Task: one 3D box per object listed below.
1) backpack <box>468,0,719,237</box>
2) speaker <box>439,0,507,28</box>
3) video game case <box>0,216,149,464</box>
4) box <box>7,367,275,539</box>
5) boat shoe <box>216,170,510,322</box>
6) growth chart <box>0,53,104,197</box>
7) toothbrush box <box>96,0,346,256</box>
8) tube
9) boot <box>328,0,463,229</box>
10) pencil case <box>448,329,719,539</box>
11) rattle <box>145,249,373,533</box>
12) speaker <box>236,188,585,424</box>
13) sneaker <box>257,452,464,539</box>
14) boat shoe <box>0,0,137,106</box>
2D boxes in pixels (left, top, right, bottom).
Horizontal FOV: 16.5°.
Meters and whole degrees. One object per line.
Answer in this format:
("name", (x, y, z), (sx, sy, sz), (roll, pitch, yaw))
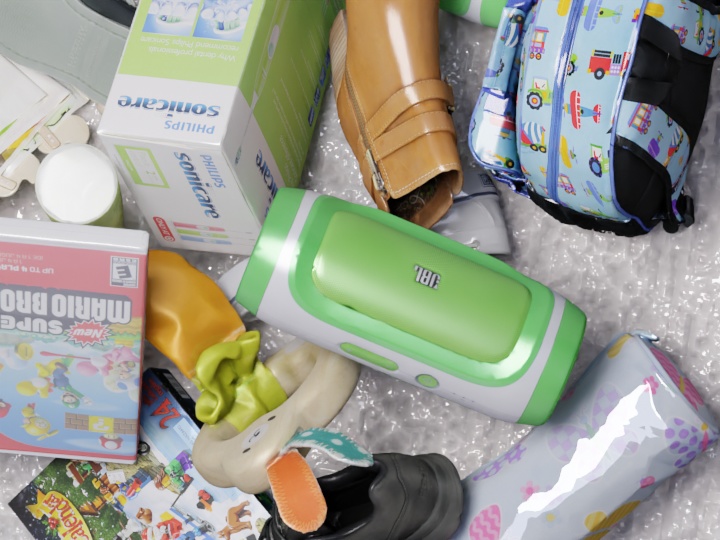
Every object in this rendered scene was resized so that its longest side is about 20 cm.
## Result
("backpack", (0.143, -0.119, 1.497), (0.134, 0.200, 0.184), (15, 91, 16))
("speaker", (0.027, -0.231, 1.600), (0.199, 0.088, 0.089), (30, 94, 16))
("video game case", (-0.206, 0.045, 1.547), (0.142, 0.201, 0.018), (5, 45, -3))
("box", (-0.120, 0.183, 1.633), (0.137, 0.038, 0.200), (-43, 76, 8))
("boat shoe", (0.000, 0.000, 1.595), (0.199, 0.074, 0.066), (-23, 76, 14))
("growth chart", (-0.277, -0.098, 1.671), (0.200, 0.018, 0.145), (-36, 72, -17))
("toothbrush box", (-0.081, -0.130, 1.559), (0.086, 0.146, 0.201), (6, 65, 16))
("tube", (-0.173, -0.036, 1.587), (0.052, 0.200, 0.058), (27, 82, 3))
("boot", (0.026, -0.125, 1.506), (0.076, 0.200, 0.156), (-2, 58, -20))
("pencil case", (0.127, 0.127, 1.544), (0.200, 0.083, 0.091), (-40, 63, 10))
("rattle", (-0.070, 0.063, 1.500), (0.130, 0.200, 0.143), (-21, 106, 6))
("speaker", (0.030, 0.022, 1.490), (0.199, 0.088, 0.089), (22, 92, -2))
("sneaker", (-0.034, 0.169, 1.529), (0.200, 0.091, 0.076), (-42, 54, 21))
("boat shoe", (-0.187, -0.159, 1.669), (0.200, 0.060, 0.076), (39, 110, 25))
